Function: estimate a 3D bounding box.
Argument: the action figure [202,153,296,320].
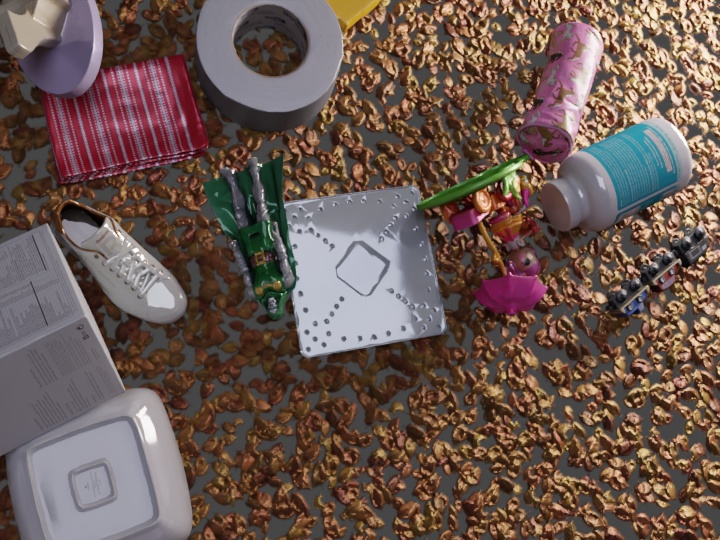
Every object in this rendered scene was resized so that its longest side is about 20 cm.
[{"bbox_3d":[-0.128,-0.037,1.097,0.116,0.055,0.205,-18,81,13],"label":"action figure"}]

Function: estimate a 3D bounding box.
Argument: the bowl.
[{"bbox_3d":[-0.301,0.247,0.994,0.195,0.075,0.205,-16,82,-14],"label":"bowl"}]

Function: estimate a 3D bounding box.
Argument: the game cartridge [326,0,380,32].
[{"bbox_3d":[-0.019,-0.461,1.245,0.200,0.032,0.177,-43,88,-15],"label":"game cartridge"}]

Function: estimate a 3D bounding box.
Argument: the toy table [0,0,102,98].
[{"bbox_3d":[-0.405,-0.319,1.058,0.183,0.117,0.201,-42,69,11],"label":"toy table"}]

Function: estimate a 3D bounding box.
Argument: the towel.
[{"bbox_3d":[-0.306,-0.199,1.127,0.195,0.023,0.148,-14,79,-14],"label":"towel"}]

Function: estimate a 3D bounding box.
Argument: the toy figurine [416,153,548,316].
[{"bbox_3d":[0.189,-0.037,1.148,0.199,0.148,0.188,-29,99,-46],"label":"toy figurine"}]

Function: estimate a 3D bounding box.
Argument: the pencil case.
[{"bbox_3d":[0.278,-0.248,1.208,0.081,0.087,0.203,16,63,13],"label":"pencil case"}]

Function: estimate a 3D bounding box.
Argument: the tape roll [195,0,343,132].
[{"bbox_3d":[-0.123,-0.293,1.163,0.195,0.066,0.206,3,76,-10],"label":"tape roll"}]

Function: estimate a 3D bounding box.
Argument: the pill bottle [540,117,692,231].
[{"bbox_3d":[0.347,-0.125,1.192,0.197,0.111,0.113,-24,82,-16],"label":"pill bottle"}]

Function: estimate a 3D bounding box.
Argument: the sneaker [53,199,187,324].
[{"bbox_3d":[-0.295,-0.009,1.051,0.198,0.085,0.073,37,71,-2],"label":"sneaker"}]

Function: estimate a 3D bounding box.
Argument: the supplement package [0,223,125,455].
[{"bbox_3d":[-0.391,0.085,0.948,0.197,0.153,0.152,-26,54,-16],"label":"supplement package"}]

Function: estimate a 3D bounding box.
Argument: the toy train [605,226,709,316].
[{"bbox_3d":[0.419,0.006,1.217,0.198,0.034,0.046,-35,97,-18],"label":"toy train"}]

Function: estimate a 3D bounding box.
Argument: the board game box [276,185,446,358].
[{"bbox_3d":[0.000,0.000,1.137,0.195,0.026,0.205,-8,78,-13],"label":"board game box"}]
